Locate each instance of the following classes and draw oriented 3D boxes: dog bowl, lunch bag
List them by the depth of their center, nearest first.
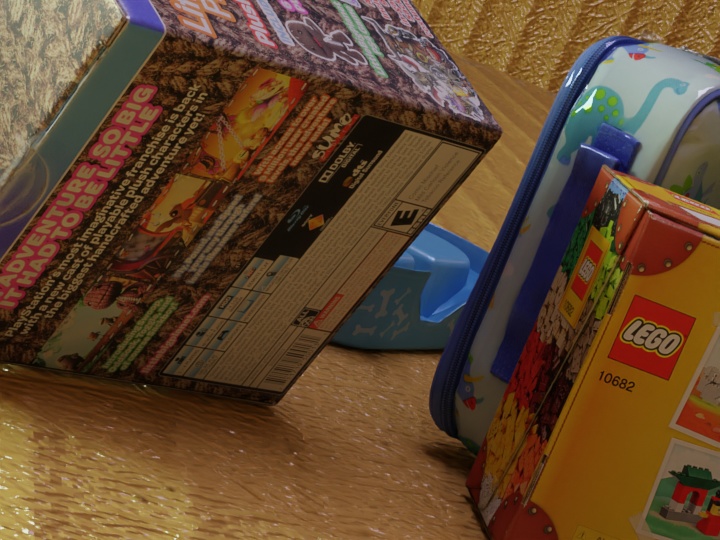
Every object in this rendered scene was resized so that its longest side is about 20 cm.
[{"bbox_3d":[0.121,0.001,1.033,0.082,0.201,0.161,29,12,34],"label":"lunch bag"},{"bbox_3d":[0.000,0.000,1.208,0.111,0.050,0.200,28,12,26],"label":"dog bowl"}]

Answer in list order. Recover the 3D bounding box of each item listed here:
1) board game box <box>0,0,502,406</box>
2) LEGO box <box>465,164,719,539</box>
[{"bbox_3d":[-0.076,-0.046,0.898,0.200,0.160,0.097,13,36,-46],"label":"board game box"},{"bbox_3d":[0.164,0.066,0.939,0.199,0.149,0.077,21,10,-11],"label":"LEGO box"}]
